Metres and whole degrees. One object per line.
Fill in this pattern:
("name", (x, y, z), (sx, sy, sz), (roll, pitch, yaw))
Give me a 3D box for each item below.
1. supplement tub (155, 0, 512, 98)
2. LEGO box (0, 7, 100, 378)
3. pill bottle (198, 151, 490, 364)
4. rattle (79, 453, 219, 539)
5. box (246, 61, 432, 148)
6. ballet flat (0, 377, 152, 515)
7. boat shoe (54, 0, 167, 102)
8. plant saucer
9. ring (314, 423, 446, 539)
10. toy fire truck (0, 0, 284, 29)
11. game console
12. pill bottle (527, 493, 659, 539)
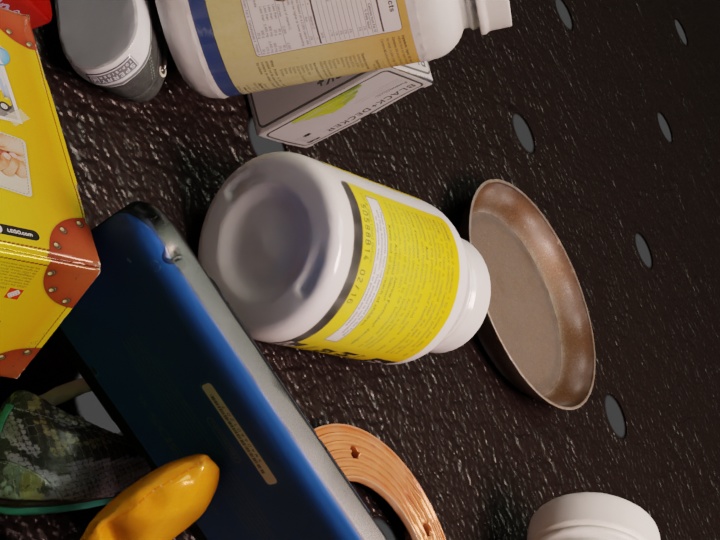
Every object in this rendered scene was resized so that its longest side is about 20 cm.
("supplement tub", (-0.016, -0.188, 0.827), (0.144, 0.197, 0.147), (-9, 90, -83))
("LEGO box", (-0.214, -0.050, 0.533), (0.198, 0.077, 0.150), (13, 43, -42))
("pill bottle", (0.000, 0.000, 0.882), (0.199, 0.110, 0.113), (15, 57, -53))
("rattle", (-0.096, 0.200, 0.570), (0.130, 0.141, 0.202), (54, 22, -53))
("box", (-0.035, -0.201, 0.959), (0.060, 0.116, 0.203), (6, 66, -57))
("ballet flat", (-0.102, 0.085, 0.692), (0.199, 0.071, 0.073), (12, 60, -54))
("boat shoe", (-0.151, -0.192, 0.826), (0.057, 0.068, 0.203), (44, 35, -64))
("plant saucer", (0.134, 0.023, 1.165), (0.200, 0.032, 0.202), (37, 42, -42))
("ring", (0.003, 0.193, 0.849), (0.200, 0.019, 0.203), (39, 39, -40))
("toy fire truck", (-0.147, -0.165, 0.633), (0.176, 0.197, 0.130), (50, 22, -74))
("game console", (-0.048, 0.051, 0.642), (0.118, 0.170, 0.201), (-40, 100, -37))
("pill bottle", (0.153, 0.258, 0.936), (0.113, 0.112, 0.201), (48, 35, -29))
